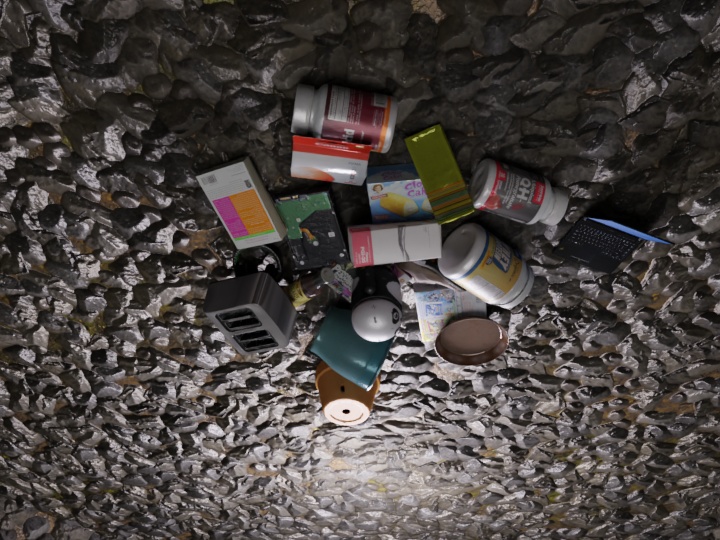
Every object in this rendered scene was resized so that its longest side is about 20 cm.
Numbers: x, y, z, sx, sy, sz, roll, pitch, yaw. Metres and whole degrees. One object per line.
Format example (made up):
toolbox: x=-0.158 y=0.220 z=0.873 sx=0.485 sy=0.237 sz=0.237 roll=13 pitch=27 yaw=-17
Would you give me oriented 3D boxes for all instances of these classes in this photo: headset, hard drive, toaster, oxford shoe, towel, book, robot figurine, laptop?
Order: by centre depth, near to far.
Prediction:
towel: x=0.168 y=-0.202 z=1.358 sx=0.086 sy=0.018 sz=0.200 roll=-22 pitch=94 yaw=7
book: x=-0.270 y=-0.149 z=1.460 sx=0.133 sy=0.048 sz=0.200 roll=-12 pitch=120 yaw=23
laptop: x=0.589 y=-0.051 z=1.509 sx=0.177 sy=0.103 sz=0.200 roll=18 pitch=131 yaw=-14
hard drive: x=-0.111 y=-0.098 z=1.512 sx=0.139 sy=0.038 sz=0.200 roll=-8 pitch=124 yaw=15
robot figurine: x=0.040 y=0.076 z=1.533 sx=0.150 sy=0.200 sz=0.125 roll=29 pitch=125 yaw=-23
toaster: x=-0.261 y=0.104 z=1.581 sx=0.200 sy=0.119 sz=0.181 roll=-12 pitch=133 yaw=21
oxford shoe: x=0.178 y=0.003 z=1.602 sx=0.200 sy=0.073 sz=0.084 roll=30 pitch=130 yaw=-9
headset: x=-0.255 y=0.009 z=1.636 sx=0.123 sy=0.094 sz=0.200 roll=3 pitch=118 yaw=5

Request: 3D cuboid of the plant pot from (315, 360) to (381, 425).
plant pot: x=-0.038 y=0.361 z=1.896 sx=0.200 sy=0.140 sz=0.200 roll=1 pitch=133 yaw=1

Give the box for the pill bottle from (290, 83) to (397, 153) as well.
pill bottle: x=-0.034 y=-0.307 z=1.284 sx=0.200 sy=0.114 sz=0.114 roll=9 pitch=133 yaw=-6

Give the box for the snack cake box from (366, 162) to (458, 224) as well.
snack cake box: x=0.118 y=-0.176 z=1.434 sx=0.200 sy=0.067 sz=0.115 roll=-5 pitch=134 yaw=6

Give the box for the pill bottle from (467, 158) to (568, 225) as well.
pill bottle: x=0.345 y=-0.165 z=1.406 sx=0.200 sy=0.111 sz=0.111 roll=16 pitch=132 yaw=-12

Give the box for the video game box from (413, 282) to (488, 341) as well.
video game box: x=0.242 y=0.104 z=1.707 sx=0.182 sy=0.047 sz=0.200 roll=-8 pitch=133 yaw=6

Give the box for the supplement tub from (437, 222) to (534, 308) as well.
supplement tub: x=0.301 y=-0.008 z=1.532 sx=0.200 sy=0.145 sz=0.145 roll=31 pitch=127 yaw=-25

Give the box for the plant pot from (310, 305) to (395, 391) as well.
plant pot: x=-0.024 y=0.190 z=1.713 sx=0.188 sy=0.200 sz=0.200 roll=25 pitch=131 yaw=0

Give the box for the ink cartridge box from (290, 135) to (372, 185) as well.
ink cartridge box: x=-0.063 y=-0.224 z=1.329 sx=0.162 sy=0.200 sz=0.050 roll=7 pitch=88 yaw=-5

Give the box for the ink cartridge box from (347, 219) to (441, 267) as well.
ink cartridge box: x=0.075 y=-0.066 z=1.458 sx=0.200 sy=0.147 sz=0.083 roll=-6 pitch=99 yaw=-3

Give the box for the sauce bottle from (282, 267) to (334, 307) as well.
sauce bottle: x=-0.136 y=0.041 z=1.616 sx=0.066 sy=0.066 sz=0.200 roll=29 pitch=144 yaw=-23

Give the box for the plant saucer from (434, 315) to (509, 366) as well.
plant saucer: x=0.298 y=0.185 z=1.731 sx=0.200 sy=0.035 sz=0.200 roll=1 pitch=135 yaw=1

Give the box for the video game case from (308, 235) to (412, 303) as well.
video game case: x=0.000 y=0.000 z=1.625 sx=0.181 sy=0.036 sz=0.200 roll=-32 pitch=124 yaw=26
